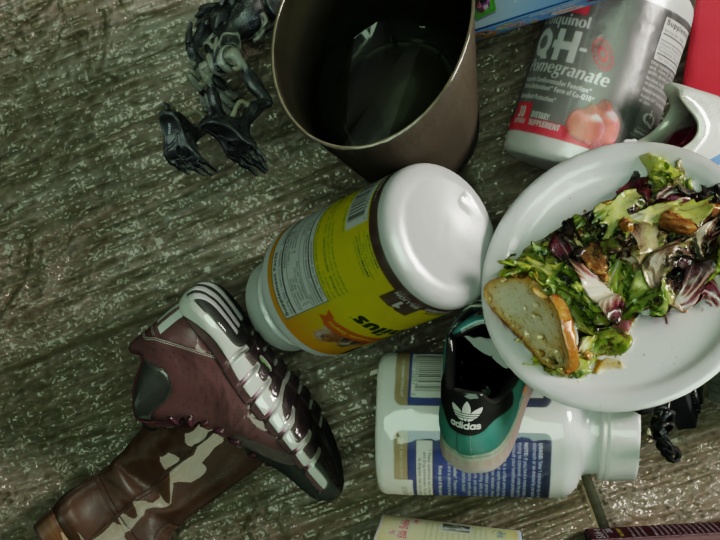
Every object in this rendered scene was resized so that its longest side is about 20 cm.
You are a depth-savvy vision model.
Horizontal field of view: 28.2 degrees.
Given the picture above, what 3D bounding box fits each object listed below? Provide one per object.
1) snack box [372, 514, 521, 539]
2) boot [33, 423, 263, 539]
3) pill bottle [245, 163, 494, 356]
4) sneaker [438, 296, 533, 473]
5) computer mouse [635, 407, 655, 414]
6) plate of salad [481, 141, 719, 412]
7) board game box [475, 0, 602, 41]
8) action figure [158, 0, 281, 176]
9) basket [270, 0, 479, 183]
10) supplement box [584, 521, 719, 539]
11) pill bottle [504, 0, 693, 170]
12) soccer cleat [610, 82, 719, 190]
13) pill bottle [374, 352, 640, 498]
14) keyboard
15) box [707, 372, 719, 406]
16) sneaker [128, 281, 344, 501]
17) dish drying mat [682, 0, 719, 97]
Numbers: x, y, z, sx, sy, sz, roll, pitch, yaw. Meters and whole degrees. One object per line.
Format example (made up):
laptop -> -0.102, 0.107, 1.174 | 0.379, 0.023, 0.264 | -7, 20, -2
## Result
snack box -> 0.064, 0.223, 1.074 | 0.116, 0.200, 0.037 | 6, 92, 5
boot -> -0.137, 0.205, 1.164 | 0.200, 0.064, 0.187 | -42, 89, -1
pill bottle -> 0.000, 0.000, 1.085 | 0.200, 0.109, 0.110 | -24, 87, 47
sneaker -> 0.102, 0.048, 1.050 | 0.071, 0.080, 0.200 | 8, 46, 12
computer mouse -> 0.227, 0.023, 1.099 | 0.034, 0.059, 0.201 | 6, 50, 20
plate of salad -> 0.174, -0.003, 0.972 | 0.199, 0.048, 0.201 | -11, 62, 20
board game box -> 0.115, -0.263, 1.089 | 0.036, 0.200, 0.152 | -6, 89, -38
action figure -> -0.090, -0.158, 1.138 | 0.118, 0.102, 0.201 | -9, 47, 31
basket -> 0.024, -0.139, 1.068 | 0.135, 0.200, 0.181 | 16, 77, 14
supplement box -> 0.280, 0.255, 1.128 | 0.199, 0.061, 0.109 | -3, 89, 3
pill bottle -> 0.192, -0.170, 1.111 | 0.110, 0.111, 0.201 | 18, 91, 4
soccer cleat -> 0.202, -0.046, 1.053 | 0.086, 0.070, 0.201 | 28, 95, -32
pill bottle -> 0.113, 0.120, 1.116 | 0.199, 0.111, 0.112 | 1, 90, 5
keyboard -> 0.235, 0.080, 1.053 | 0.021, 0.200, 0.128 | 9, 72, 22
box -> 0.313, 0.006, 1.110 | 0.077, 0.095, 0.201 | -1, 91, 2
sneaker -> -0.106, 0.114, 1.119 | 0.115, 0.076, 0.200 | -32, 101, 15
dish drying mat -> 0.297, -0.199, 1.108 | 0.076, 0.018, 0.201 | 8, 116, 7
